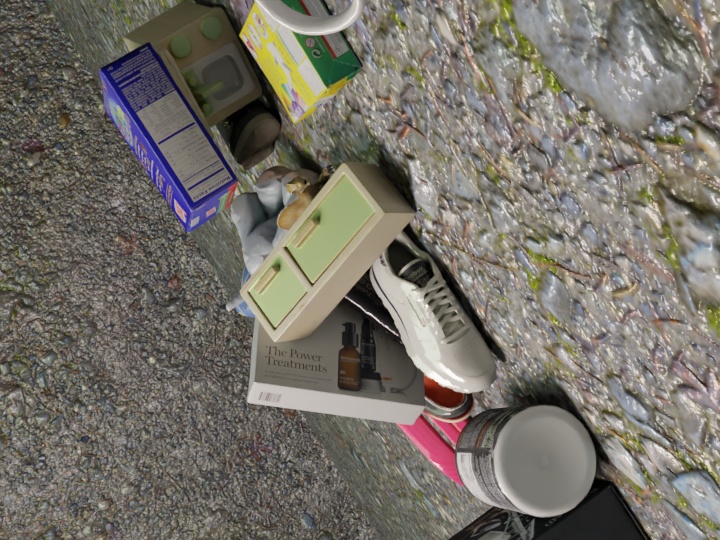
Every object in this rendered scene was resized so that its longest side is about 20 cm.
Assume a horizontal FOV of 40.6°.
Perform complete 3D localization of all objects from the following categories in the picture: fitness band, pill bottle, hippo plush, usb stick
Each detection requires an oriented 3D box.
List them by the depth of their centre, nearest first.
[{"bbox_3d":[0.160,0.195,1.013,0.107,0.106,0.200,56,167,2],"label":"pill bottle"},{"bbox_3d":[0.021,0.033,1.122,0.200,0.056,0.033,37,166,-3],"label":"usb stick"},{"bbox_3d":[0.098,0.202,1.252,0.200,0.038,0.143,45,-165,25],"label":"fitness band"},{"bbox_3d":[-0.072,-0.033,1.309,0.160,0.159,0.201,32,-140,-41],"label":"hippo plush"}]

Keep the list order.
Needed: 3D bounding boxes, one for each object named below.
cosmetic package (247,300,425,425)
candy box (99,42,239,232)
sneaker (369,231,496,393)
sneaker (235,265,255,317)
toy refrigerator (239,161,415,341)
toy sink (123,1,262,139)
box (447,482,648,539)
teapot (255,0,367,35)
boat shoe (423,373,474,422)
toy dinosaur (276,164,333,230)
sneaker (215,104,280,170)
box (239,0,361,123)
[{"bbox_3d":[-0.026,0.090,1.135,0.052,0.198,0.152,114,161,-50],"label":"cosmetic package"},{"bbox_3d":[-0.239,-0.159,1.216,0.201,0.077,0.169,58,166,-1],"label":"candy box"},{"bbox_3d":[0.076,0.044,1.051,0.200,0.076,0.081,51,156,20],"label":"sneaker"},{"bbox_3d":[-0.132,-0.020,1.416,0.077,0.201,0.076,-17,132,44],"label":"sneaker"},{"bbox_3d":[-0.040,-0.018,1.043,0.076,0.200,0.070,52,-152,21],"label":"toy refrigerator"},{"bbox_3d":[-0.213,-0.267,1.282,0.200,0.112,0.131,35,156,59],"label":"toy sink"},{"bbox_3d":[0.180,0.322,1.026,0.124,0.199,0.197,58,167,0],"label":"box"},{"bbox_3d":[-0.052,-0.264,0.620,0.145,0.199,0.200,17,-170,10],"label":"teapot"},{"bbox_3d":[0.072,0.106,1.220,0.200,0.071,0.063,52,164,38],"label":"boat shoe"},{"bbox_3d":[-0.054,-0.069,1.173,0.058,0.101,0.201,56,163,29],"label":"toy dinosaur"},{"bbox_3d":[-0.172,-0.208,1.349,0.107,0.075,0.200,55,168,0],"label":"sneaker"},{"bbox_3d":[-0.068,-0.222,1.000,0.118,0.048,0.200,58,165,-6],"label":"box"}]
